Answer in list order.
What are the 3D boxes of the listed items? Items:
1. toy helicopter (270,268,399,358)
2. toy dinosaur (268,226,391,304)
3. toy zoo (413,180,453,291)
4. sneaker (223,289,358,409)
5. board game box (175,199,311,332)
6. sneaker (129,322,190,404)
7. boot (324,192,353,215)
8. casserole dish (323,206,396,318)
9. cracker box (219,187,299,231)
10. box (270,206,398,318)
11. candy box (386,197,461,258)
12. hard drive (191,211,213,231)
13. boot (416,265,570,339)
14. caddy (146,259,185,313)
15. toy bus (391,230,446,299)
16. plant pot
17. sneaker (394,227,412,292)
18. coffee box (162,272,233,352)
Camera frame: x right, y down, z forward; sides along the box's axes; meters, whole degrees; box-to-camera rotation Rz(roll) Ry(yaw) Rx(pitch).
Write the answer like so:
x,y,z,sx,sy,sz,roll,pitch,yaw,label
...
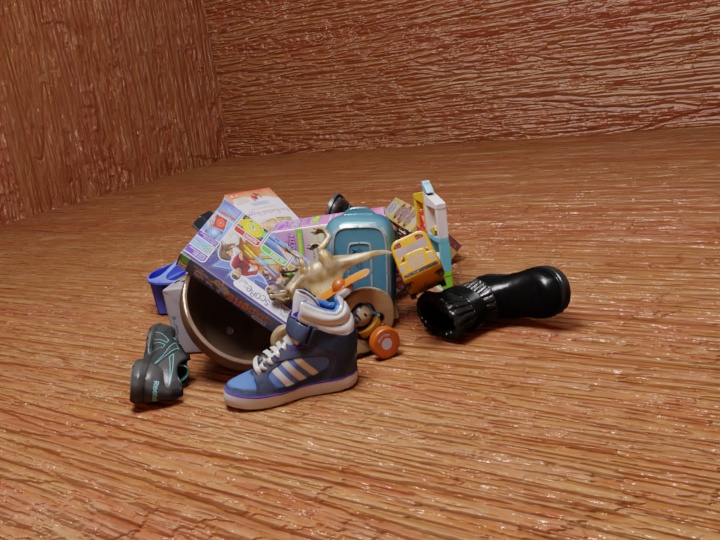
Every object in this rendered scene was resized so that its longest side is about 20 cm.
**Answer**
x,y,z,sx,sy,sz,roll,pitch,yaw,label
-0.040,0.075,1.037,0.196,0.135,0.079,-15,18,-20,toy helicopter
-0.054,-0.010,1.083,0.196,0.103,0.058,-24,-24,-4,toy dinosaur
0.133,-0.066,1.296,0.020,0.205,0.131,-11,16,-11,toy zoo
-0.101,0.099,0.961,0.195,0.150,0.081,-9,16,-5,sneaker
-0.169,-0.005,1.093,0.035,0.198,0.136,-49,8,47,board game box
-0.298,0.145,1.071,0.077,0.077,0.201,4,22,-7,sneaker
0.024,-0.089,1.478,0.172,0.070,0.200,25,-2,22,boot
0.000,0.000,1.139,0.118,0.205,0.039,-2,12,0,casserole dish
-0.184,-0.082,1.444,0.200,0.058,0.133,46,35,20,cracker box
-0.041,-0.002,1.207,0.195,0.180,0.097,-8,13,2,box
0.129,-0.089,1.518,0.057,0.116,0.200,-51,20,1,candy box
-0.247,-0.037,1.400,0.033,0.200,0.140,-45,9,2,hard drive
0.201,0.051,1.076,0.155,0.081,0.209,-13,1,-36,boot
-0.339,0.013,1.426,0.139,0.107,0.199,1,19,32,caddy
0.093,-0.007,1.106,0.064,0.080,0.200,-23,-13,4,toy bus
-0.196,0.076,1.107,0.199,0.203,0.093,-23,-18,-41,plant pot
0.060,0.004,1.350,0.077,0.083,0.201,29,40,5,sneaker
-0.266,0.053,1.249,0.078,0.117,0.200,-5,17,12,coffee box
